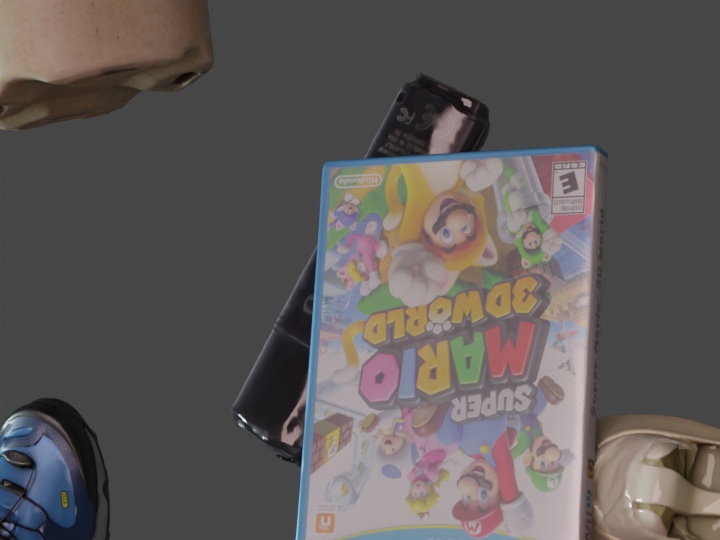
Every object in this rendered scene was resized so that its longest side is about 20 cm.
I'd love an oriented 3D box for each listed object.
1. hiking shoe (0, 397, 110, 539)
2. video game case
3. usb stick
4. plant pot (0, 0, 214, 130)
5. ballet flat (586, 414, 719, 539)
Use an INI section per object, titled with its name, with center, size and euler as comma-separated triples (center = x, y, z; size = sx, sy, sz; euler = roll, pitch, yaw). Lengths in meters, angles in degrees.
[hiking shoe]
center = -0.183, 0.160, 1.101
size = 0.074, 0.087, 0.200
euler = 13, 85, 24
[video game case]
center = 0.042, 0.043, 1.024
size = 0.143, 0.018, 0.200
euler = -2, 77, 25
[usb stick]
center = 0.000, 0.000, 1.085
size = 0.055, 0.033, 0.200
euler = 29, 92, 31
[plant pot]
center = -0.159, -0.174, 1.111
size = 0.200, 0.200, 0.184
euler = -15, 86, 19
[ballet flat]
center = 0.159, 0.100, 0.982
size = 0.200, 0.069, 0.070
euler = 6, 83, 24
